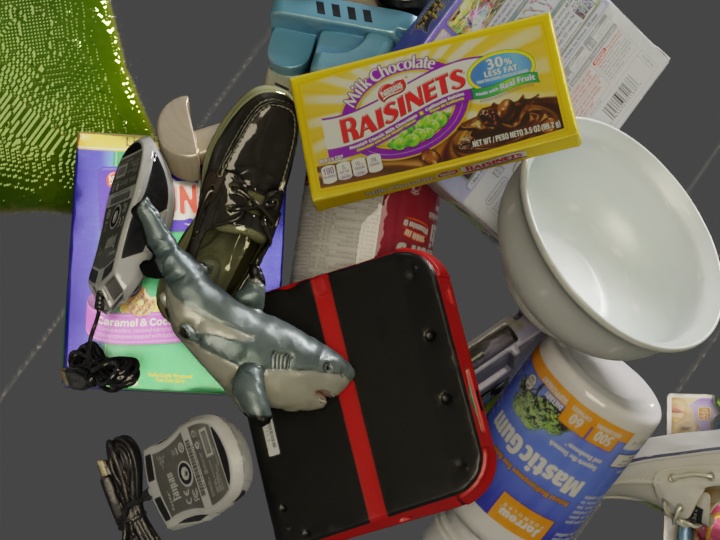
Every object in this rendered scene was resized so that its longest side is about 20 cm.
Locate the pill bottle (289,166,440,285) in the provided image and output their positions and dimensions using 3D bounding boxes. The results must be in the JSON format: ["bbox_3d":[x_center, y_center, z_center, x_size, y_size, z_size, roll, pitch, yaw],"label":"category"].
[{"bbox_3d":[0.000,0.000,1.734,0.109,0.110,0.201,8,86,-6],"label":"pill bottle"}]

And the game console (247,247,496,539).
[{"bbox_3d":[0.000,0.094,1.646,0.176,0.031,0.201,-18,73,14],"label":"game console"}]

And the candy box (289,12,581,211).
[{"bbox_3d":[0.053,-0.116,1.600,0.199,0.026,0.103,-14,68,7],"label":"candy box"}]

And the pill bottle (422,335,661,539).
[{"bbox_3d":[0.135,0.155,1.715,0.112,0.112,0.200,33,109,-3],"label":"pill bottle"}]

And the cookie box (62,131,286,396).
[{"bbox_3d":[-0.145,-0.003,1.736,0.170,0.075,0.201,3,86,-5],"label":"cookie box"}]

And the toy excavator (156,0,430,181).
[{"bbox_3d":[-0.045,-0.150,1.704,0.194,0.100,0.201,10,58,6],"label":"toy excavator"}]

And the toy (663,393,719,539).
[{"bbox_3d":[0.306,0.202,1.787,0.115,0.047,0.201,2,86,-4],"label":"toy"}]

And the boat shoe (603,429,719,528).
[{"bbox_3d":[0.263,0.169,1.743,0.199,0.071,0.070,-9,70,17],"label":"boat shoe"}]

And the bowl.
[{"bbox_3d":[0.170,-0.009,1.649,0.201,0.090,0.202,25,47,-29],"label":"bowl"}]

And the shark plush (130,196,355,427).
[{"bbox_3d":[-0.097,0.029,1.619,0.083,0.091,0.200,-41,85,-6],"label":"shark plush"}]

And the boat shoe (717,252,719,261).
[{"bbox_3d":[0.384,-0.022,1.794,0.199,0.073,0.075,-20,89,-7],"label":"boat shoe"}]

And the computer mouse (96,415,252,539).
[{"bbox_3d":[-0.132,0.162,1.679,0.044,0.200,0.110,-10,79,-39],"label":"computer mouse"}]

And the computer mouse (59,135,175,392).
[{"bbox_3d":[-0.173,-0.003,1.655,0.044,0.110,0.201,19,77,-22],"label":"computer mouse"}]

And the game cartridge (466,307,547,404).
[{"bbox_3d":[0.061,0.103,1.726,0.200,0.130,0.038,-34,73,-6],"label":"game cartridge"}]

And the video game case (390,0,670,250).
[{"bbox_3d":[0.115,-0.142,1.691,0.181,0.045,0.200,40,83,-27],"label":"video game case"}]

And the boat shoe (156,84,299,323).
[{"bbox_3d":[-0.091,-0.038,1.646,0.072,0.066,0.201,18,105,-28],"label":"boat shoe"}]
